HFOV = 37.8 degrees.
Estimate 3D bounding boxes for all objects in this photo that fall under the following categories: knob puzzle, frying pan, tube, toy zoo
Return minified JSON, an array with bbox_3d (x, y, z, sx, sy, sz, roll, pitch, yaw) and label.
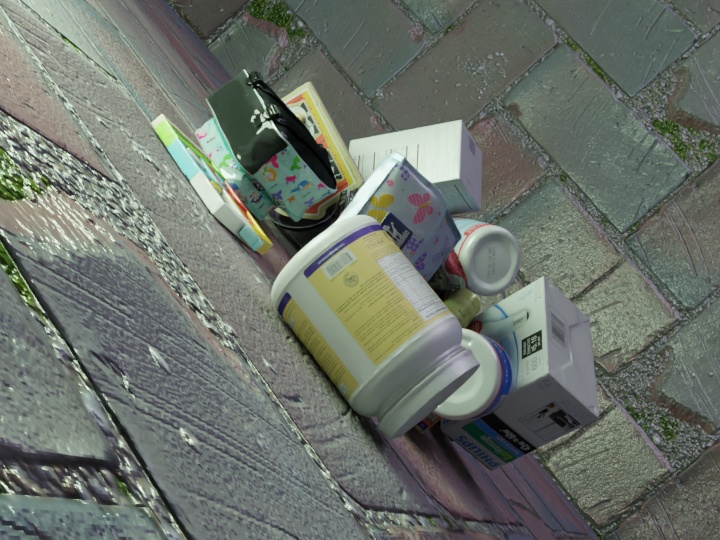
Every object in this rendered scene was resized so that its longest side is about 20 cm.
[{"bbox_3d":[-0.112,-0.168,1.643,0.220,0.220,0.030,50,34,7],"label":"knob puzzle"},{"bbox_3d":[-0.088,-0.123,1.739,0.191,0.113,0.031,-73,163,-49],"label":"frying pan"},{"bbox_3d":[0.108,0.107,1.559,0.058,0.200,0.052,27,-34,25],"label":"tube"},{"bbox_3d":[-0.175,-0.095,1.292,0.201,0.020,0.131,53,4,29],"label":"toy zoo"}]

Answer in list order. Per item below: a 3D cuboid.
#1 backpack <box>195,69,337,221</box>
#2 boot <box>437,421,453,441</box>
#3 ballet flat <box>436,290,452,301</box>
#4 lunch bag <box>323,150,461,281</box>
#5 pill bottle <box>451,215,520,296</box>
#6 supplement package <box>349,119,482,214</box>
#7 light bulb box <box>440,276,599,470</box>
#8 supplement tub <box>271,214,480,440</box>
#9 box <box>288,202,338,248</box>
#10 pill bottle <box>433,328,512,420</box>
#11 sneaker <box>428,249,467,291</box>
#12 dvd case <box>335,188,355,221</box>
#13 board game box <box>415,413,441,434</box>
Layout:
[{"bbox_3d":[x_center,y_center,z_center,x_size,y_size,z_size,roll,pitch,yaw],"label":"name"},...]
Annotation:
[{"bbox_3d":[-0.129,-0.163,1.508,0.199,0.150,0.178,32,22,-51],"label":"backpack"},{"bbox_3d":[0.111,0.176,1.663,0.163,0.073,0.198,50,8,-1],"label":"boot"},{"bbox_3d":[0.108,0.071,1.656,0.073,0.067,0.200,71,19,-3],"label":"ballet flat"},{"bbox_3d":[0.033,-0.040,1.385,0.127,0.170,0.200,32,-12,31],"label":"lunch bag"},{"bbox_3d":[0.164,-0.029,1.693,0.109,0.109,0.200,48,-11,-24],"label":"pill bottle"},{"bbox_3d":[0.088,-0.156,1.720,0.114,0.197,0.111,46,43,-55],"label":"supplement package"},{"bbox_3d":[0.231,0.152,1.549,0.125,0.199,0.200,39,35,-26],"label":"light bulb box"},{"bbox_3d":[0.016,0.059,1.098,0.201,0.145,0.145,51,4,12],"label":"supplement tub"},{"bbox_3d":[-0.010,-0.020,1.782,0.200,0.112,0.101,47,-1,-30],"label":"box"},{"bbox_3d":[0.138,0.135,1.360,0.113,0.112,0.200,50,7,13],"label":"pill bottle"},{"bbox_3d":[0.102,0.008,1.601,0.079,0.081,0.200,65,-16,-1],"label":"sneaker"},{"bbox_3d":[0.000,0.000,1.573,0.146,0.022,0.202,46,41,-43],"label":"dvd case"},{"bbox_3d":[0.019,0.111,1.377,0.200,0.046,0.152,47,5,-46],"label":"board game box"}]
